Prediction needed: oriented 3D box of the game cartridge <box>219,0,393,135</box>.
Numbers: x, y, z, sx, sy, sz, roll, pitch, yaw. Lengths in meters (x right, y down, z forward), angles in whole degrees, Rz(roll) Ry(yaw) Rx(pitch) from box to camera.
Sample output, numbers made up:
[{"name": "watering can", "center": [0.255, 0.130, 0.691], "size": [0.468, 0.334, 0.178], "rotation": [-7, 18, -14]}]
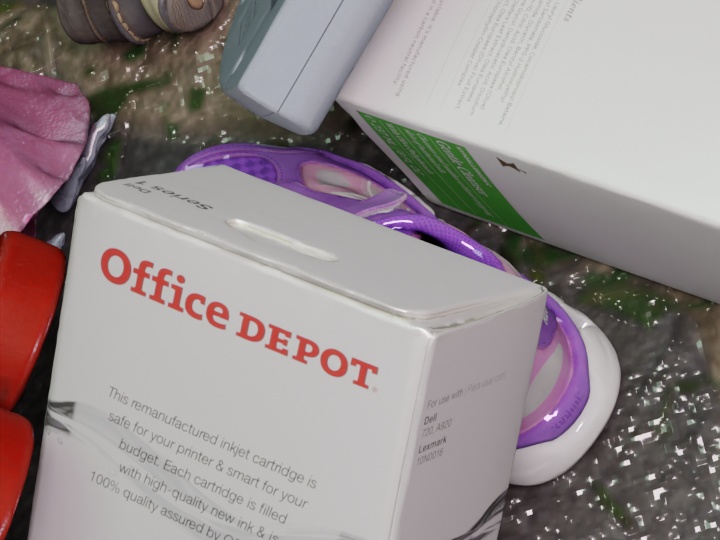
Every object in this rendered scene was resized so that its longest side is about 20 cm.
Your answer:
[{"name": "game cartridge", "center": [-0.006, -0.121, 0.975], "size": [0.041, 0.200, 0.133], "rotation": [25, 106, -8]}]

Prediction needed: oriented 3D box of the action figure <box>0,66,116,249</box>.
[{"name": "action figure", "center": [-0.204, -0.062, 1.053], "size": [0.200, 0.134, 0.149], "rotation": [24, 102, -9]}]

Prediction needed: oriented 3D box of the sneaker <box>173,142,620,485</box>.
[{"name": "sneaker", "center": [0.000, 0.000, 0.976], "size": [0.200, 0.088, 0.081], "rotation": [30, 85, 31]}]

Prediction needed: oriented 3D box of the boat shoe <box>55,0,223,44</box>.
[{"name": "boat shoe", "center": [-0.110, -0.183, 1.107], "size": [0.073, 0.074, 0.200], "rotation": [-17, 62, 16]}]

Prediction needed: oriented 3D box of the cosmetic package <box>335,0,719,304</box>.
[{"name": "cosmetic package", "center": [0.106, -0.049, 0.939], "size": [0.200, 0.108, 0.085], "rotation": [21, 79, 30]}]

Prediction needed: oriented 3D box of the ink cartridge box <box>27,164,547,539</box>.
[{"name": "ink cartridge box", "center": [-0.031, 0.079, 0.908], "size": [0.146, 0.084, 0.200], "rotation": [22, 111, 29]}]

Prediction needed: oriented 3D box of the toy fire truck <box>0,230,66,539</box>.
[{"name": "toy fire truck", "center": [-0.187, 0.068, 0.927], "size": [0.200, 0.112, 0.168], "rotation": [-85, 20, -47]}]
